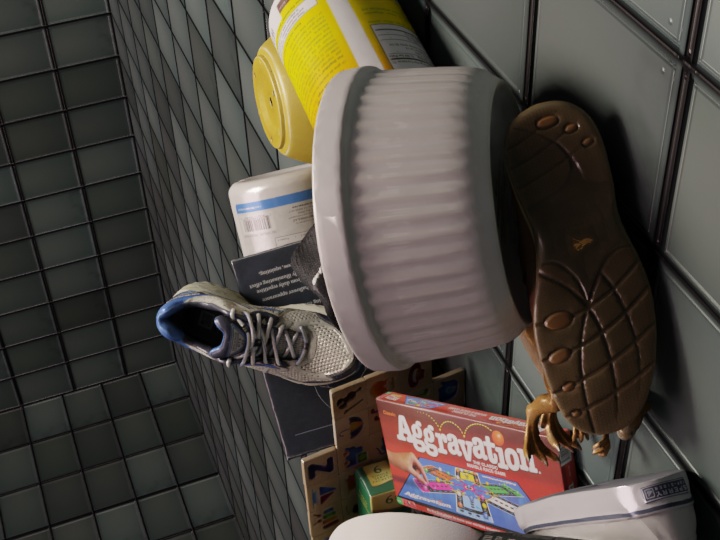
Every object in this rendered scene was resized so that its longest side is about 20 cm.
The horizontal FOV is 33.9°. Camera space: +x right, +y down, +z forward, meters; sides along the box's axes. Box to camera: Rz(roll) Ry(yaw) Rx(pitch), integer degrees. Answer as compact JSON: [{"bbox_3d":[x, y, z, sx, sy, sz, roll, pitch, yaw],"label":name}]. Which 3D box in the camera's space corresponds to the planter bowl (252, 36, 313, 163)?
[{"bbox_3d":[-0.053,-0.170,1.142,0.200,0.083,0.201,165,90,-74],"label":"planter bowl"}]

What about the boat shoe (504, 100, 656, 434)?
[{"bbox_3d":[0.134,-0.002,0.722,0.068,0.072,0.201,-15,-87,-83],"label":"boat shoe"}]

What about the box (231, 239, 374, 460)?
[{"bbox_3d":[-0.026,0.065,1.166,0.107,0.148,0.201,34,-140,-88],"label":"box"}]

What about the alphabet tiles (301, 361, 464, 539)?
[{"bbox_3d":[0.024,0.168,1.089,0.008,0.167,0.200,48,151,47],"label":"alphabet tiles"}]

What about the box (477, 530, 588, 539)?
[{"bbox_3d":[0.156,0.244,0.778,0.160,0.049,0.200,43,164,-3],"label":"box"}]

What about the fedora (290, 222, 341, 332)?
[{"bbox_3d":[0.000,0.000,1.018,0.201,0.092,0.201,52,-175,-6],"label":"fedora"}]

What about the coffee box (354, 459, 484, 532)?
[{"bbox_3d":[0.062,0.256,1.127,0.044,0.123,0.200,-123,24,-53],"label":"coffee box"}]

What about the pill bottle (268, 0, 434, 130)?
[{"bbox_3d":[0.006,-0.148,0.947,0.109,0.109,0.200,96,154,-55],"label":"pill bottle"}]

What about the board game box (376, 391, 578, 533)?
[{"bbox_3d":[0.094,0.162,0.962,0.200,0.019,0.103,5,111,49],"label":"board game box"}]

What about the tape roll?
[{"bbox_3d":[0.061,0.283,1.041,0.203,0.202,0.037,92,-166,-49],"label":"tape roll"}]

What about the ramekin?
[{"bbox_3d":[0.051,-0.039,0.767,0.200,0.105,0.201,-7,-90,-72],"label":"ramekin"}]

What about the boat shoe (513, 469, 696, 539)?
[{"bbox_3d":[0.159,0.176,0.785,0.200,0.073,0.066,126,131,-73],"label":"boat shoe"}]

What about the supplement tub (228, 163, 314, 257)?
[{"bbox_3d":[-0.060,-0.011,1.288,0.132,0.132,0.201,-163,58,-73],"label":"supplement tub"}]

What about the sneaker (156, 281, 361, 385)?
[{"bbox_3d":[-0.096,0.064,1.069,0.085,0.199,0.077,-15,-66,-71],"label":"sneaker"}]

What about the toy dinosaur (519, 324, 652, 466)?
[{"bbox_3d":[0.140,0.072,0.817,0.200,0.060,0.106,43,122,54],"label":"toy dinosaur"}]
